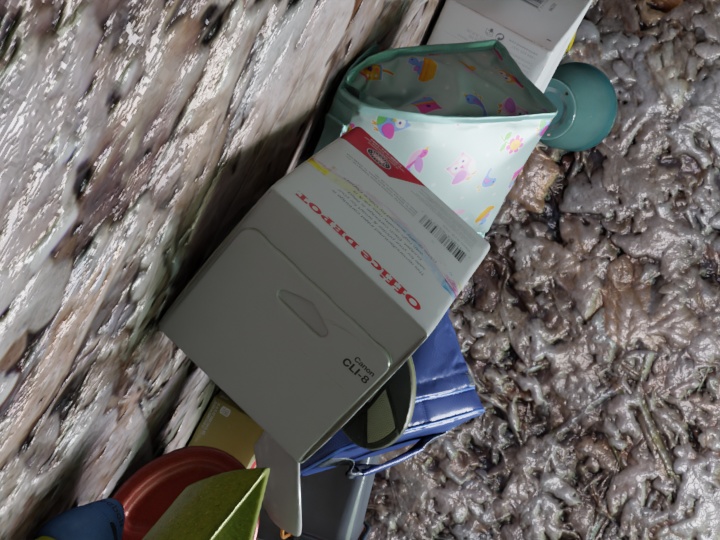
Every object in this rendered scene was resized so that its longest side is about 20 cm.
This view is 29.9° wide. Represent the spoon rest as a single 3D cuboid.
[{"bbox_3d":[-0.063,0.120,1.122,0.099,0.060,0.201,145,-64,-83],"label":"spoon rest"}]

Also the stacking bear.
[{"bbox_3d":[-0.149,0.212,1.188,0.114,0.121,0.200,-52,-179,-13],"label":"stacking bear"}]

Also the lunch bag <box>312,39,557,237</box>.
[{"bbox_3d":[0.037,-0.100,1.142,0.199,0.122,0.171,-10,142,-34],"label":"lunch bag"}]

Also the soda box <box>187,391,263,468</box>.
[{"bbox_3d":[-0.154,0.218,1.328,0.201,0.064,0.068,-62,174,9],"label":"soda box"}]

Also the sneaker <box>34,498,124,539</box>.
[{"bbox_3d":[-0.206,0.239,0.965,0.078,0.066,0.201,-37,157,-47],"label":"sneaker"}]

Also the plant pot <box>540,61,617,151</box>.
[{"bbox_3d":[0.441,-0.358,2.970,0.188,0.200,0.201,-15,136,-60],"label":"plant pot"}]

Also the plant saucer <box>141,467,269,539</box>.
[{"bbox_3d":[-0.150,0.248,0.959,0.200,0.048,0.200,-49,163,-41],"label":"plant saucer"}]

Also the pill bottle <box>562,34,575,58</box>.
[{"bbox_3d":[0.208,-0.303,1.635,0.113,0.112,0.200,-60,174,2],"label":"pill bottle"}]

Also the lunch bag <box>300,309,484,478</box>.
[{"bbox_3d":[0.012,0.124,1.295,0.199,0.133,0.136,-12,165,-37],"label":"lunch bag"}]

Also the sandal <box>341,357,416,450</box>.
[{"bbox_3d":[0.001,0.059,1.145,0.080,0.202,0.057,-28,146,13],"label":"sandal"}]

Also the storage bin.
[{"bbox_3d":[-0.073,0.207,1.415,0.146,0.199,0.135,-28,137,-78],"label":"storage bin"}]

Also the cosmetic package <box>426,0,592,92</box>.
[{"bbox_3d":[0.134,-0.208,1.428,0.199,0.123,0.200,-52,168,-55],"label":"cosmetic package"}]

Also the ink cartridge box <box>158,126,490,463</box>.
[{"bbox_3d":[-0.021,0.011,0.979,0.145,0.145,0.200,-47,179,24],"label":"ink cartridge box"}]
